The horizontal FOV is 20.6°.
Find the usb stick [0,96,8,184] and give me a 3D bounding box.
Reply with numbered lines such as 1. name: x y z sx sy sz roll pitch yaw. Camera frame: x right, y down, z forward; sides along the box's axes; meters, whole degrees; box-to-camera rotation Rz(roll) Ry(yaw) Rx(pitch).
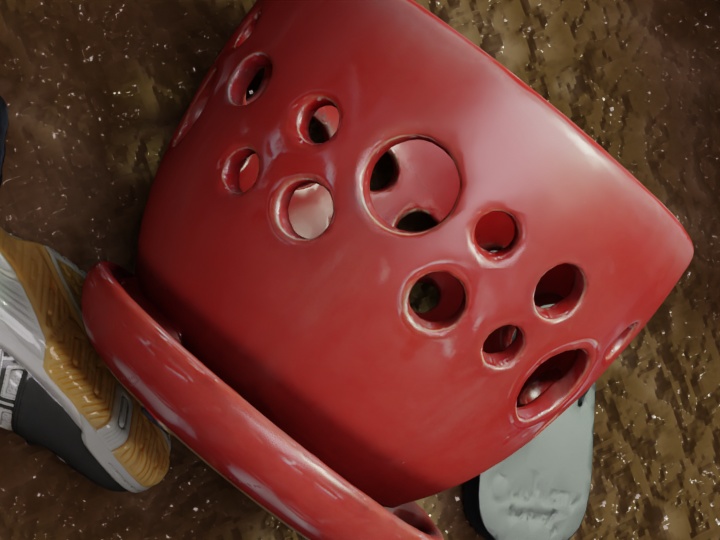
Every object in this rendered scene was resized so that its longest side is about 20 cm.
1. usb stick: -0.240 -0.064 0.789 0.199 0.033 0.056 11 86 -19

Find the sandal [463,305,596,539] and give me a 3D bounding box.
1. sandal: 0.085 0.026 0.898 0.076 0.043 0.201 -2 89 -20

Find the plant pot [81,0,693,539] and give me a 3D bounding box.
1. plant pot: 0.000 0.000 0.785 0.200 0.200 0.183 40 91 -14

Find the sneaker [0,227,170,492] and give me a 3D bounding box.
1. sneaker: -0.161 0.026 0.804 0.087 0.076 0.200 -33 116 17
